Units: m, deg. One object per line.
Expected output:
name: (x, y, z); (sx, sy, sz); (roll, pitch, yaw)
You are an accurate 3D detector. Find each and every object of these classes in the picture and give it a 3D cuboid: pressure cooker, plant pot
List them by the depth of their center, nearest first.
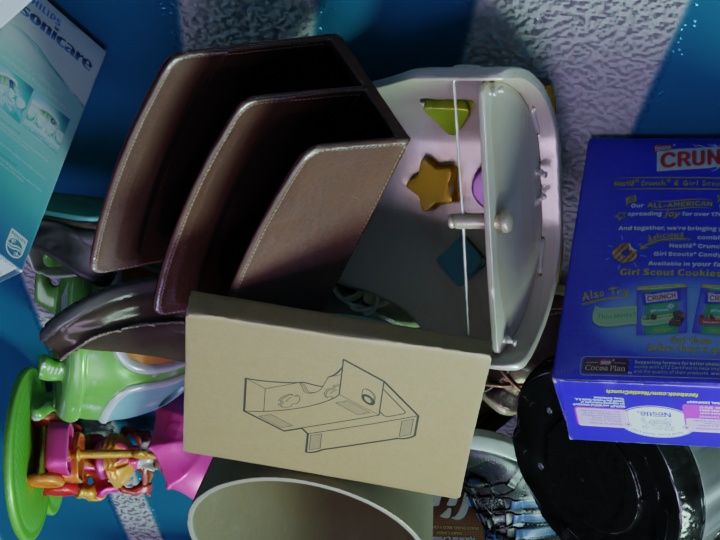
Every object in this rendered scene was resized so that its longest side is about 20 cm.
pressure cooker: (0.230, 0.103, 1.284); (0.175, 0.199, 0.180); (24, 130, 42)
plant pot: (-0.021, 0.127, 1.390); (0.185, 0.201, 0.188); (8, 143, 6)

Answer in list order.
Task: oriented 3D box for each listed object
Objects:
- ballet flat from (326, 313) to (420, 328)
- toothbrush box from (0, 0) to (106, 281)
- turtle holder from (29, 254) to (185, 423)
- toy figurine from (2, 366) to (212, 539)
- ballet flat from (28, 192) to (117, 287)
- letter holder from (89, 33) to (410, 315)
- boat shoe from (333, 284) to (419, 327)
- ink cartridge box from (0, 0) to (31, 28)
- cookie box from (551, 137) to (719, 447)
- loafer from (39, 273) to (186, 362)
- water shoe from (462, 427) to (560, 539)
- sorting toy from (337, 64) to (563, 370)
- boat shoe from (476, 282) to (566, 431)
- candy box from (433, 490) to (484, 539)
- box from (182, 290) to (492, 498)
ballet flat: (0.015, 0.068, 1.262); (0.070, 0.072, 0.200); (-4, 174, 22)
toothbrush box: (-0.271, -0.077, 1.212); (0.146, 0.201, 0.085); (-23, 131, 37)
turtle holder: (-0.192, 0.063, 1.418); (0.130, 0.142, 0.187); (3, 136, -13)
toy figurine: (-0.199, 0.166, 1.578); (0.182, 0.152, 0.200); (0, 164, 3)
ballet flat: (-0.252, -0.034, 1.317); (0.199, 0.068, 0.069); (21, 120, 33)
letter holder: (-0.081, -0.042, 1.168); (0.141, 0.101, 0.201); (-9, 143, -35)
boat shoe: (0.000, 0.000, 1.335); (0.072, 0.062, 0.200); (-24, 129, 39)
ink cartridge box: (-0.263, -0.251, 1.081); (0.199, 0.088, 0.145); (34, 138, -27)
cookie box: (0.223, 0.011, 1.163); (0.169, 0.201, 0.076); (1, 143, 17)
loafer: (-0.132, 0.036, 1.303); (0.198, 0.072, 0.073); (-15, 180, -12)
water shoe: (0.125, 0.199, 1.421); (0.071, 0.079, 0.200); (-2, 142, 43)
sorting toy: (0.038, -0.053, 1.209); (0.178, 0.107, 0.202); (6, 113, 25)
boat shoe: (0.119, 0.081, 1.392); (0.072, 0.072, 0.200); (27, 141, -17)
candy box: (0.036, 0.195, 1.528); (0.198, 0.117, 0.057); (10, 143, 7)
box: (-0.020, 0.085, 1.202); (0.198, 0.021, 0.164); (10, 141, 2)
